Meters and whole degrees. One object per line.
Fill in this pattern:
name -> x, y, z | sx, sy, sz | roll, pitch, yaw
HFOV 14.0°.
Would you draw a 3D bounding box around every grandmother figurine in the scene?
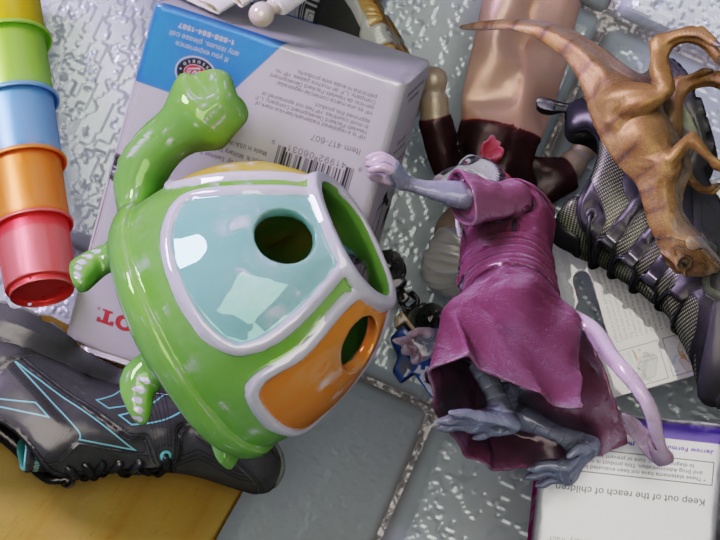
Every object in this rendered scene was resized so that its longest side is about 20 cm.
grandmother figurine -> 0.081, -0.079, 1.675 | 0.121, 0.061, 0.200 | 18, 82, -15

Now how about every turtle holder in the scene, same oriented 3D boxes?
turtle holder -> -0.059, 0.001, 1.527 | 0.132, 0.141, 0.186 | -30, 41, 17

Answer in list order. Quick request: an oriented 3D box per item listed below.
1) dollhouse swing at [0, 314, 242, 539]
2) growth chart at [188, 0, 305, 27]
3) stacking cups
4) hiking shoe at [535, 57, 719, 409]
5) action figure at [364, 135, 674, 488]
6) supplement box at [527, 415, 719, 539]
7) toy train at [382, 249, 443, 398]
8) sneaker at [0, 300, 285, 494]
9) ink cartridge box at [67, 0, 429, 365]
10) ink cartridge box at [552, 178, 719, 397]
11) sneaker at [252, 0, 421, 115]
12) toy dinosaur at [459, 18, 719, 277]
dollhouse swing -> -0.178, 0.161, 1.656 | 0.200, 0.176, 0.182 | 25, 124, 3
growth chart -> -0.076, -0.196, 1.621 | 0.200, 0.018, 0.145 | 23, 54, 32
stacking cups -> -0.196, -0.077, 1.645 | 0.060, 0.061, 0.200 | -10, 63, -1
hiking shoe -> 0.159, -0.012, 1.618 | 0.101, 0.076, 0.200 | -15, 72, 8
action figure -> 0.082, 0.005, 1.559 | 0.149, 0.134, 0.200 | -6, 54, 8
supplement box -> 0.139, 0.183, 1.618 | 0.103, 0.101, 0.200 | 5, 82, 1
toy train -> 0.000, 0.000, 1.678 | 0.046, 0.034, 0.200 | -39, 83, -1
sneaker -> -0.140, 0.088, 1.599 | 0.200, 0.075, 0.079 | 22, 67, -2
ink cartridge box -> -0.062, -0.038, 1.622 | 0.146, 0.084, 0.200 | 19, 106, 7
ink cartridge box -> 0.211, 0.004, 1.669 | 0.200, 0.050, 0.109 | -15, 82, 0
sneaker -> -0.040, -0.155, 1.686 | 0.088, 0.076, 0.200 | -33, 74, 3
toy dinosaur -> 0.144, -0.091, 1.574 | 0.106, 0.060, 0.200 | -32, 70, 1
